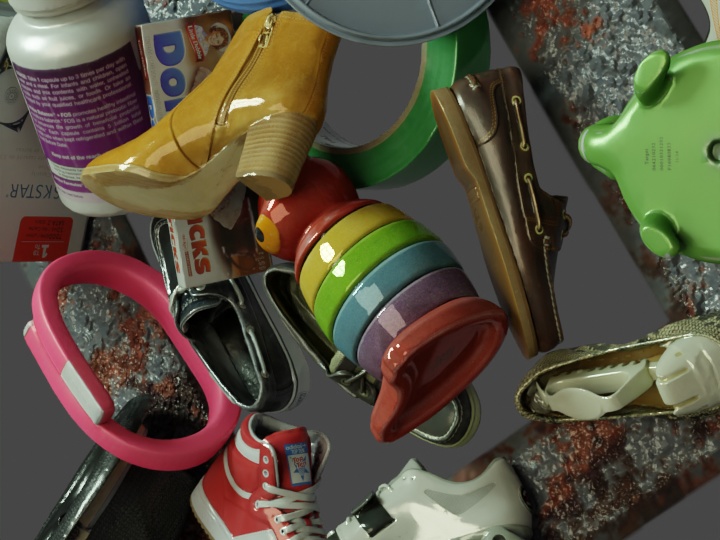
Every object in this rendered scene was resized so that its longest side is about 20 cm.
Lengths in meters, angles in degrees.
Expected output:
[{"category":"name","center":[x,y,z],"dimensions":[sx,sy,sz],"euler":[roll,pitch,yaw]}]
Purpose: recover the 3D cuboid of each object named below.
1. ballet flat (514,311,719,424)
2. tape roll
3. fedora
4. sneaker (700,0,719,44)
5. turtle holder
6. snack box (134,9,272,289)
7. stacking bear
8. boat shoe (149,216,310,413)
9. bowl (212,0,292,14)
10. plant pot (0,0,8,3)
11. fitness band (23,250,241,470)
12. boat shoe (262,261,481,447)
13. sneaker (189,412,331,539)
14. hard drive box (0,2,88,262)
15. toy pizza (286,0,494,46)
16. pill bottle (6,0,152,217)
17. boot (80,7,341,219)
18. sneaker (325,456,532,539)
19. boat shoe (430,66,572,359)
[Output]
[{"category":"ballet flat","center":[0.189,0.074,1.295],"dimensions":[0.199,0.075,0.068],"euler":[-13,98,35]},{"category":"tape roll","center":[0.001,-0.160,1.441],"dimensions":[0.200,0.048,0.201],"euler":[1,92,36]},{"category":"fedora","center":[-0.193,0.201,1.553],"dimensions":[0.091,0.201,0.201],"euler":[33,115,-8]},{"category":"sneaker","center":[0.235,-0.225,1.255],"dimensions":[0.080,0.074,0.201],"euler":[-15,83,37]},{"category":"turtle holder","center":[0.230,-0.066,1.227],"dimensions":[0.185,0.132,0.141],"euler":[-30,76,34]},{"category":"snack box","center":[-0.117,-0.091,1.472],"dimensions":[0.024,0.072,0.201],"euler":[-160,59,-69]},{"category":"stacking bear","center":[0.000,0.000,1.373],"dimensions":[0.200,0.114,0.122],"euler":[48,153,24]},{"category":"boat shoe","center":[-0.116,0.027,1.519],"dimensions":[0.072,0.068,0.200],"euler":[-42,68,29]},{"category":"bowl","center":[-0.057,-0.285,1.437],"dimensions":[0.200,0.039,0.201],"euler":[-15,59,27]},{"category":"plant pot","center":[-0.389,-0.188,1.639],"dimensions":[0.200,0.184,0.201],"euler":[2,93,36]},{"category":"fitness band","center":[-0.176,0.068,1.518],"dimensions":[0.200,0.143,0.037],"euler":[55,131,24]},{"category":"boat shoe","center":[0.001,0.061,1.437],"dimensions":[0.201,0.066,0.072],"euler":[43,115,27]},{"category":"sneaker","center":[-0.044,0.194,1.471],"dimensions":[0.200,0.071,0.113],"euler":[45,119,28]},{"category":"hard drive box","center":[-0.286,-0.113,1.583],"dimensions":[0.077,0.156,0.201],"euler":[22,105,37]},{"category":"toy pizza","center":[0.020,-0.255,1.350],"dimensions":[0.199,0.032,0.201],"euler":[0,94,-6]},{"category":"pill bottle","center":[-0.206,-0.151,1.503],"dimensions":[0.112,0.112,0.201],"euler":[12,132,35]},{"category":"boot","center":[-0.104,-0.117,1.412],"dimensions":[0.201,0.071,0.144],"euler":[-3,60,35]},{"category":"sneaker","center":[0.026,0.185,1.406],"dimensions":[0.199,0.074,0.089],"euler":[-14,68,8]},{"category":"boat shoe","center":[0.111,-0.042,1.351],"dimensions":[0.070,0.070,0.201],"euler":[-18,95,-8]}]
